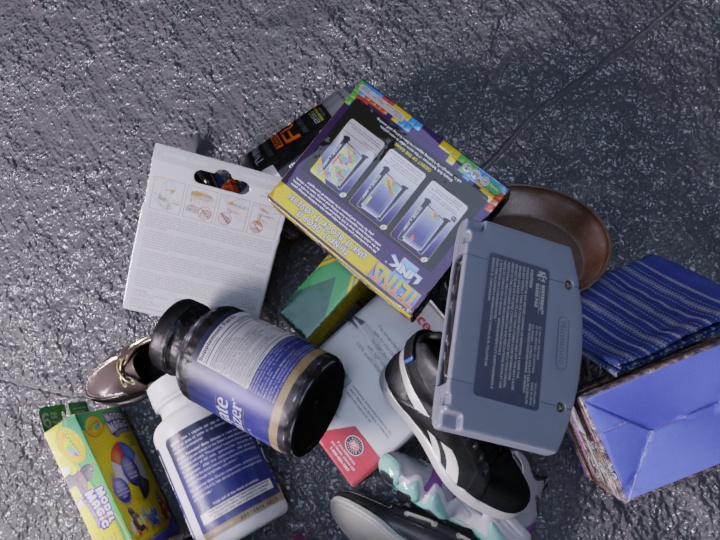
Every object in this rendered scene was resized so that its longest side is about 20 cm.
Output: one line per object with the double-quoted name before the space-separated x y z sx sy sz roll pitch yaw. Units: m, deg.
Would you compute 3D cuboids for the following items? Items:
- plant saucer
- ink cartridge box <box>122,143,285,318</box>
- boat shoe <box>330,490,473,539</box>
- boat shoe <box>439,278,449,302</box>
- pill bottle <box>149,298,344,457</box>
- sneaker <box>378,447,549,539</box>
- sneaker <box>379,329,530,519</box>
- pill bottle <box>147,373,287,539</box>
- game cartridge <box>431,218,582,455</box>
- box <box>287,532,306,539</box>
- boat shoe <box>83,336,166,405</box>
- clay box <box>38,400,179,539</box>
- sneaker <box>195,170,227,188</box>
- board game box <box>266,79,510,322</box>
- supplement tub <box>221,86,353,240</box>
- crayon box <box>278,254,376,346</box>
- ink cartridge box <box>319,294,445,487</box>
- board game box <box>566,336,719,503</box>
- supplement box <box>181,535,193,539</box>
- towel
"plant saucer" 0.178 -0.024 0.752 0.197 0.037 0.202 -4 43 3
"ink cartridge box" -0.176 -0.033 0.775 0.160 0.057 0.203 13 106 -13
"boat shoe" 0.057 0.299 0.750 0.198 0.075 0.060 19 41 29
"boat shoe" 0.189 0.026 0.777 0.197 0.070 0.072 12 81 12
"pill bottle" -0.124 0.106 0.714 0.198 0.112 0.113 22 83 22
"sneaker" 0.123 0.211 0.736 0.199 0.078 0.141 34 75 -16
"sneaker" 0.107 0.147 0.654 0.200 0.112 0.073 46 47 13
"pill bottle" -0.174 0.214 0.780 0.110 0.111 0.202 -29 75 3
"game cartridge" 0.142 0.061 0.621 0.131 0.042 0.203 18 68 -16
"box" -0.113 0.403 0.698 0.096 0.176 0.201 37 86 14
"boat shoe" -0.269 0.119 0.838 0.197 0.059 0.073 -20 77 9
"clay box" -0.295 0.239 0.784 0.047 0.115 0.202 -29 82 2
"sneaker" -0.199 -0.037 0.834 0.075 0.111 0.203 -4 78 9
"board game box" 0.029 -0.073 0.702 0.199 0.057 0.166 39 88 11
"supplement tub" -0.064 -0.122 0.823 0.199 0.123 0.123 -35 75 1
"crayon box" 0.000 0.000 0.787 0.051 0.127 0.200 41 87 15
"ink cartridge box" 0.028 0.125 0.777 0.200 0.084 0.145 -41 75 1
"board game box" 0.296 0.144 0.668 0.158 0.200 0.098 -23 77 4
"supplement box" -0.235 0.371 0.713 0.130 0.200 0.104 -32 75 2
"towel" 0.293 0.037 0.703 0.198 0.024 0.145 -18 30 -21
